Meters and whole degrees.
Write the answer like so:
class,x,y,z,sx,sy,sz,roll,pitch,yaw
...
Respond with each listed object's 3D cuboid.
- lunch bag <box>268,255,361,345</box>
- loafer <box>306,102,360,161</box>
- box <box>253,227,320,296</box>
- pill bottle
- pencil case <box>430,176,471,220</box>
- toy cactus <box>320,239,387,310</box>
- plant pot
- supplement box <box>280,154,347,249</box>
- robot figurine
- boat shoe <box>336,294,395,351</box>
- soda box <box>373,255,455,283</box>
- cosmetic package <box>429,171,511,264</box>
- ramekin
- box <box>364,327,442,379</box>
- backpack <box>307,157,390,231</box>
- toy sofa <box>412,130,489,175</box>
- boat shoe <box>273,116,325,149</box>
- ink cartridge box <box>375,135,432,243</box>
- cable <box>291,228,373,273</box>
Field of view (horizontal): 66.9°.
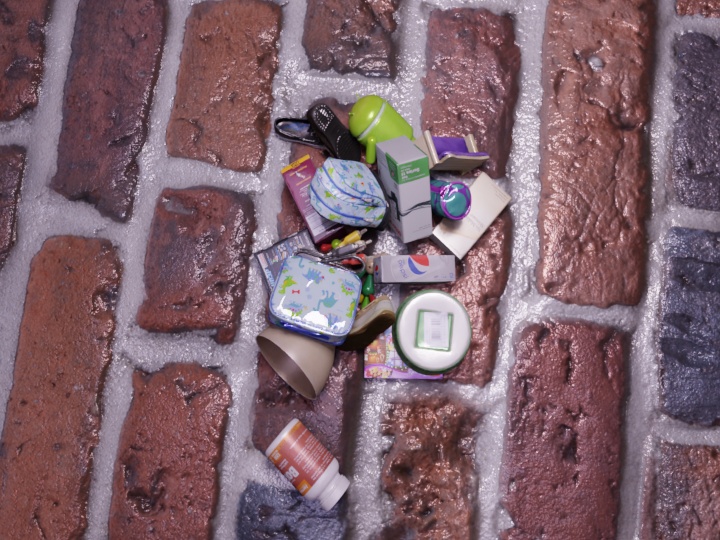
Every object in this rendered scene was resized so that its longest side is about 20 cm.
class,x,y,z,sx,sy,sz,roll,pitch,yaw
lunch bag,-0.103,0.069,1.217,0.193,0.083,0.165,16,62,-3
loafer,-0.067,-0.338,1.371,0.073,0.201,0.071,-48,38,-14
box,-0.162,0.018,1.375,0.155,0.046,0.205,-24,82,-1
pill bottle,-0.122,0.460,1.283,0.199,0.112,0.113,43,86,8
pencil case,0.191,-0.176,1.302,0.092,0.200,0.086,37,91,-20
toy cactus,0.000,0.000,1.348,0.162,0.102,0.204,-28,84,-16
plant pot,-0.135,0.183,1.295,0.199,0.201,0.135,41,63,7
supplement box,-0.115,-0.167,1.364,0.084,0.110,0.205,-27,82,0
robot figurine,0.052,-0.349,1.353,0.198,0.115,0.179,36,48,-23
boat shoe,0.010,0.128,1.302,0.198,0.073,0.068,-36,41,34
soda box,0.131,-0.002,1.320,0.193,0.068,0.066,0,85,-17
cosmetic package,0.273,-0.130,1.359,0.103,0.073,0.201,40,85,7
ramekin,0.169,0.142,1.276,0.192,0.098,0.208,0,81,3
box,0.105,0.194,1.342,0.192,0.039,0.142,0,82,3
backpack,-0.030,-0.180,1.260,0.194,0.155,0.167,-6,57,-29
toy sofa,0.220,-0.289,1.317,0.096,0.196,0.086,-27,78,44
boat shoe,-0.132,-0.366,1.412,0.193,0.066,0.073,12,84,4
ink cartridge box,0.104,-0.191,1.288,0.080,0.147,0.205,-17,124,-12
cable,-0.063,-0.028,1.292,0.193,0.050,0.101,-15,90,5
